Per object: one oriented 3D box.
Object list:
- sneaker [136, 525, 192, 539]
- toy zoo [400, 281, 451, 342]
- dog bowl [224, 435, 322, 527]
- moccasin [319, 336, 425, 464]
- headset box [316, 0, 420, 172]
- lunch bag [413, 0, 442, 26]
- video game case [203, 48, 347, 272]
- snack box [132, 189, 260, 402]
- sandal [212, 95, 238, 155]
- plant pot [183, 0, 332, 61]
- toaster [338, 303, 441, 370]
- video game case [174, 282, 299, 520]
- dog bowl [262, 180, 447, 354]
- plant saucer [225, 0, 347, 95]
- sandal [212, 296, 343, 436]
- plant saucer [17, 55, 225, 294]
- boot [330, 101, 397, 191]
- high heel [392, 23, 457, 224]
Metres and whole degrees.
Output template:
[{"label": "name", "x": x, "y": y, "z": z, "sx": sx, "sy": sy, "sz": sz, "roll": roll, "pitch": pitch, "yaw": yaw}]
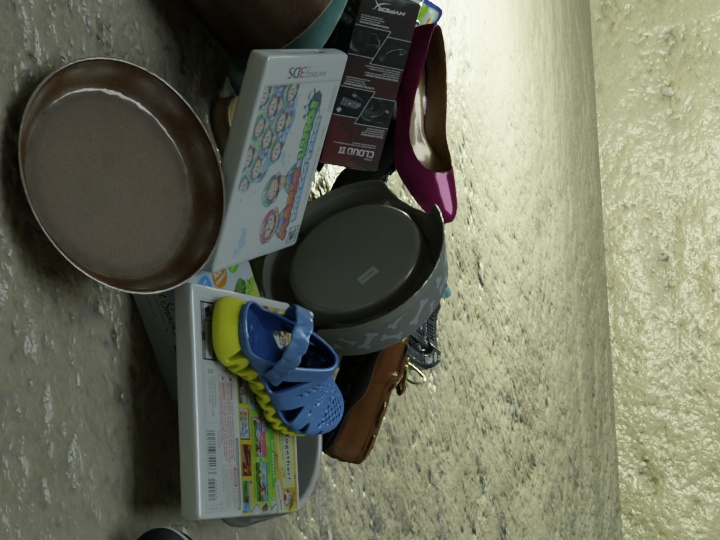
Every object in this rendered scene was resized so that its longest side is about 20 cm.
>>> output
[{"label": "sneaker", "x": -0.152, "y": 0.275, "z": 1.165, "sx": 0.083, "sy": 0.071, "sz": 0.201, "roll": -109, "pitch": 175, "yaw": -47}, {"label": "toy zoo", "x": 0.005, "y": 0.013, "z": 1.401, "sx": 0.132, "sy": 0.198, "sz": 0.021, "roll": -64, "pitch": 144, "yaw": -32}, {"label": "dog bowl", "x": -0.097, "y": 0.156, "z": 1.321, "sx": 0.200, "sy": 0.058, "sz": 0.203, "roll": -7, "pitch": 90, "yaw": -68}, {"label": "moccasin", "x": 0.021, "y": 0.113, "z": 1.410, "sx": 0.077, "sy": 0.073, "sz": 0.204, "roll": 22, "pitch": 86, "yaw": -33}, {"label": "headset box", "x": -0.024, "y": -0.208, "z": 1.400, "sx": 0.076, "sy": 0.149, "sz": 0.203, "roll": 7, "pitch": 109, "yaw": -30}, {"label": "lunch bag", "x": 0.032, "y": -0.365, "z": 1.735, "sx": 0.170, "sy": 0.126, "sz": 0.203, "roll": -1, "pitch": 98, "yaw": -71}, {"label": "video game case", "x": -0.080, "y": -0.107, "z": 1.223, "sx": 0.182, "sy": 0.023, "sz": 0.203, "roll": -24, "pitch": 133, "yaw": -67}, {"label": "snack box", "x": -0.158, "y": -0.002, "z": 1.215, "sx": 0.143, "sy": 0.052, "sz": 0.202, "roll": -59, "pitch": 137, "yaw": -57}, {"label": "sandal", "x": -0.087, "y": -0.096, "z": 1.402, "sx": 0.078, "sy": 0.069, "sz": 0.213, "roll": -73, "pitch": 149, "yaw": -46}, {"label": "plant pot", "x": -0.133, "y": -0.335, "z": 1.241, "sx": 0.199, "sy": 0.185, "sz": 0.189, "roll": 37, "pitch": 47, "yaw": -37}, {"label": "toaster", "x": 0.010, "y": 0.054, "z": 1.529, "sx": 0.200, "sy": 0.127, "sz": 0.115, "roll": 37, "pitch": 49, "yaw": -63}, {"label": "video game case", "x": -0.111, "y": 0.122, "z": 1.196, "sx": 0.181, "sy": 0.023, "sz": 0.203, "roll": 16, "pitch": 68, "yaw": -63}, {"label": "dog bowl", "x": 0.000, "y": 0.000, "z": 1.347, "sx": 0.059, "sy": 0.197, "sz": 0.202, "roll": 62, "pitch": 30, "yaw": -44}, {"label": "plant saucer", "x": -0.079, "y": -0.267, "z": 1.333, "sx": 0.027, "sy": 0.199, "sz": 0.203, "roll": 28, "pitch": 54, "yaw": -33}, {"label": "sandal", "x": -0.057, "y": 0.091, "z": 1.194, "sx": 0.200, "sy": 0.086, "sz": 0.080, "roll": 52, "pitch": 37, "yaw": -51}, {"label": "plant saucer", "x": -0.198, "y": -0.076, "z": 1.078, "sx": 0.198, "sy": 0.032, "sz": 0.203, "roll": 16, "pitch": 66, "yaw": -40}, {"label": "boot", "x": 0.018, "y": -0.133, "z": 1.526, "sx": 0.201, "sy": 0.065, "sz": 0.166, "roll": -62, "pitch": -178, "yaw": 44}, {"label": "high heel", "x": 0.076, "y": -0.154, "z": 1.378, "sx": 0.067, "sy": 0.096, "sz": 0.202, "roll": -19, "pitch": 85, "yaw": -43}]
